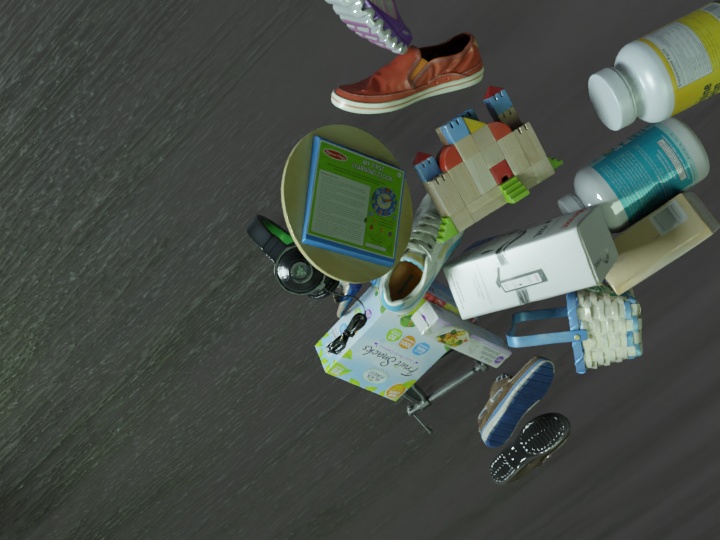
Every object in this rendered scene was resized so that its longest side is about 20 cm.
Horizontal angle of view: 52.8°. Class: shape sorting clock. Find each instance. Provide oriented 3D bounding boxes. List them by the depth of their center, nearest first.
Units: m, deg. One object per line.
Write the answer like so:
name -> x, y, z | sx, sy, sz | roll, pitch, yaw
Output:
shape sorting clock -> -0.013, -0.084, 0.907 | 0.199, 0.039, 0.202 | 4, 84, -36

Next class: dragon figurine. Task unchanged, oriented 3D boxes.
dragon figurine -> 0.000, 0.000, 1.039 | 0.099, 0.059, 0.201 | -16, 131, -9

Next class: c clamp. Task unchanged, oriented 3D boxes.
c clamp -> 0.150, 0.189, 1.279 | 0.200, 0.027, 0.171 | -39, 126, 13

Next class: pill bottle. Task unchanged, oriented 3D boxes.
pill bottle -> 0.410, -0.265, 0.955 | 0.199, 0.112, 0.112 | -26, 132, 1
pill bottle -> 0.392, -0.129, 1.058 | 0.199, 0.111, 0.111 | -33, 132, 6

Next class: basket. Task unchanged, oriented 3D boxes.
basket -> 0.335, 0.082, 1.142 | 0.199, 0.176, 0.140 | -12, 98, 16

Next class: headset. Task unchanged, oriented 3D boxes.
headset -> -0.074, 0.011, 0.929 | 0.094, 0.200, 0.123 | -51, 164, 6

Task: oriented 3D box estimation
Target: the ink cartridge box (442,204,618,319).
ink cartridge box -> 0.238, -0.013, 1.009 | 0.199, 0.146, 0.085 | -19, 97, 32

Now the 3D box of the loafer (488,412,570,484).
loafer -> 0.348, 0.360, 1.471 | 0.200, 0.073, 0.071 | -44, 140, 21

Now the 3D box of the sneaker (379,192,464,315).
sneaker -> 0.090, -0.032, 0.995 | 0.076, 0.081, 0.201 | 25, 88, 9

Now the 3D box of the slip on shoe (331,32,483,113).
slip on shoe -> 0.056, -0.236, 0.866 | 0.199, 0.074, 0.062 | -20, 126, -13

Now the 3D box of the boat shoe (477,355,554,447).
boat shoe -> 0.272, 0.226, 1.321 | 0.072, 0.072, 0.201 | 21, 112, -33

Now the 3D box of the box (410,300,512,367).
box -> 0.158, 0.100, 1.110 | 0.199, 0.042, 0.039 | 26, 115, -42

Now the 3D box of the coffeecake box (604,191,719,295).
coffeecake box -> 0.448, -0.045, 1.091 | 0.153, 0.073, 0.200 | -40, 166, 27

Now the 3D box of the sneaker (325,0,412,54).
sneaker -> 0.001, -0.316, 0.780 | 0.200, 0.080, 0.089 | 35, 91, -42

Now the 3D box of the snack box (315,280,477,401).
snack box -> 0.057, 0.099, 1.135 | 0.168, 0.068, 0.200 | 28, 114, -38

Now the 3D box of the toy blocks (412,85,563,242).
toy blocks -> 0.151, -0.147, 0.942 | 0.199, 0.100, 0.137 | -32, 101, -4
